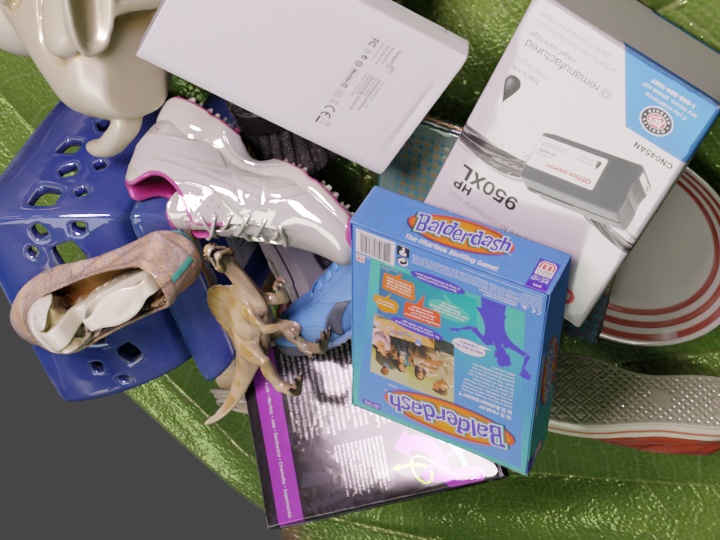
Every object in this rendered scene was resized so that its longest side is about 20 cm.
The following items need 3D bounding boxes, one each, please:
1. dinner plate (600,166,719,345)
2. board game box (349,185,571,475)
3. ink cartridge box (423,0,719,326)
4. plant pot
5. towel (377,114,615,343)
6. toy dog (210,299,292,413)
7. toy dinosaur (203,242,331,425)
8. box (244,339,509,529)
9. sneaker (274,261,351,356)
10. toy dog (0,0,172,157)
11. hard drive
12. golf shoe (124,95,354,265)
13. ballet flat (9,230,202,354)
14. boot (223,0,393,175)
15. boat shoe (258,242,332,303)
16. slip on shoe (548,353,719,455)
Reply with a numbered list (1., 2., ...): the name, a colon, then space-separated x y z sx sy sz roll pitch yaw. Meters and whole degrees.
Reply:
1. dinner plate: 0.198 -0.025 1.225 0.198 0.024 0.201 19 138 18
2. board game box: 0.067 0.046 1.162 0.151 0.045 0.201 21 139 18
3. ink cartridge box: 0.148 -0.085 1.114 0.144 0.084 0.201 33 124 7
4. plant pot: -0.175 -0.027 1.347 0.178 0.201 0.201 -2 127 26
5. towel: 0.104 -0.036 1.232 0.198 0.022 0.148 20 129 15
6. toy dog: -0.060 0.078 1.430 0.131 0.097 0.200 15 167 -3
7. toy dinosaur: -0.079 0.052 1.249 0.100 0.058 0.201 24 138 23
8. box: 0.009 0.116 1.288 0.198 0.145 0.036 -14 168 16
9. sneaker: 0.000 0.000 1.244 0.199 0.066 0.079 -26 118 30
10. toy dog: -0.220 -0.203 1.250 0.199 0.139 0.196 28 131 40
11. hard drive: -0.042 -0.155 1.127 0.199 0.027 0.132 25 135 -15
12. golf shoe: -0.088 -0.047 1.200 0.199 0.092 0.076 32 158 21
13. ballet flat: -0.208 0.026 1.232 0.199 0.068 0.068 -27 116 33
14. boot: -0.020 -0.163 1.193 0.209 0.080 0.158 -17 130 26
15. boat shoe: -0.042 -0.006 1.335 0.201 0.072 0.066 58 167 -30
16. slip on shoe: 0.207 0.114 1.290 0.198 0.075 0.061 6 143 0
